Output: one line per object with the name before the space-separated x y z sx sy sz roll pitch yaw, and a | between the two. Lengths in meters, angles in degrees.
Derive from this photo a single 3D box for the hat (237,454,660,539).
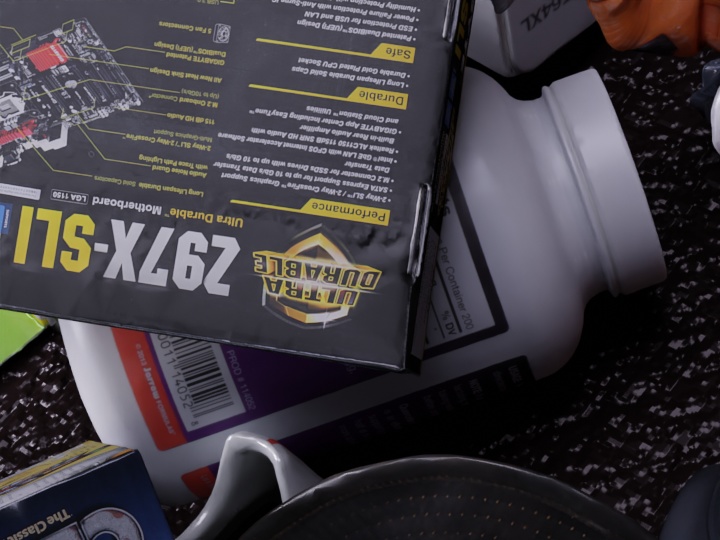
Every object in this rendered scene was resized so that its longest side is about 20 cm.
hat | 0.029 0.141 0.658 0.199 0.203 0.081 -7 10 14

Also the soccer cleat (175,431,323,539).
soccer cleat | -0.067 0.142 0.703 0.068 0.085 0.201 19 62 30

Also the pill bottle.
pill bottle | 0.000 0.000 0.771 0.198 0.113 0.113 -19 50 4

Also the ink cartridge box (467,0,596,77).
ink cartridge box | 0.037 -0.183 0.905 0.146 0.085 0.199 -39 50 -24

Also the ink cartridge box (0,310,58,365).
ink cartridge box | -0.173 -0.033 0.882 0.200 0.076 0.148 -41 51 -15

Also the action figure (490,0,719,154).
action figure | 0.168 -0.080 0.734 0.192 0.106 0.199 -6 19 -41

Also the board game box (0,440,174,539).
board game box | -0.127 0.092 0.650 0.134 0.200 0.035 -23 90 -10

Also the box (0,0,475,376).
box | -0.068 -0.061 0.703 0.198 0.049 0.161 8 87 6

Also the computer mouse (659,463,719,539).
computer mouse | 0.141 0.126 0.621 0.052 0.139 0.200 -28 38 -21
